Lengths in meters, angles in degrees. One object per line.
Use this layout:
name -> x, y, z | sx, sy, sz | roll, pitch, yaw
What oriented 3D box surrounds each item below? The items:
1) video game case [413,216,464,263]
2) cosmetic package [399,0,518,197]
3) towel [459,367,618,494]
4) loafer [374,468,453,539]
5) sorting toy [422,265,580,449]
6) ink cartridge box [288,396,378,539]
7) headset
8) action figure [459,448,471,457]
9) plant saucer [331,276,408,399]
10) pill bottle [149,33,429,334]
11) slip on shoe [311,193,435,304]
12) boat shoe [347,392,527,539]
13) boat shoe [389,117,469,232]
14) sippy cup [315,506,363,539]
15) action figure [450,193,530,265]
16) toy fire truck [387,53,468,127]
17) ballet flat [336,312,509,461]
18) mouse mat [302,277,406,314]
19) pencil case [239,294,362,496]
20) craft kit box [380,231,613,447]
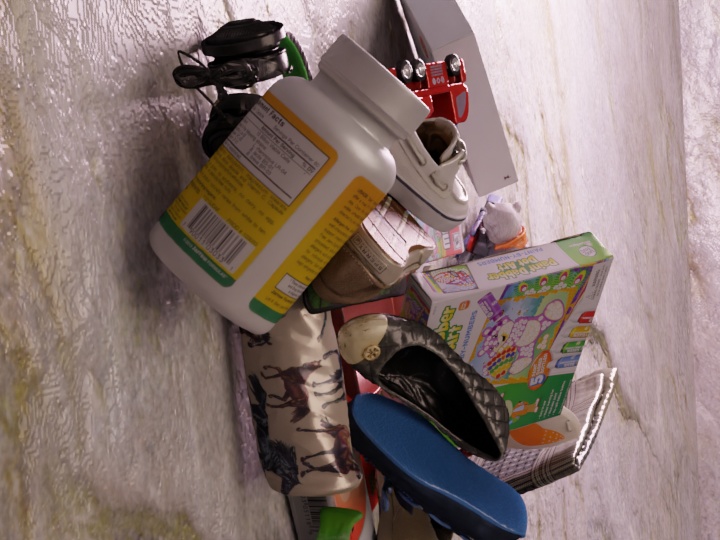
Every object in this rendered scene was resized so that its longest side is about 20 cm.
video game case -> 0.054, -0.079, 1.592 | 0.200, 0.017, 0.144 | -15, 97, -68
cosmetic package -> 0.097, -0.198, 1.694 | 0.151, 0.051, 0.201 | -115, -178, -48
towel -> 0.174, 0.182, 1.764 | 0.035, 0.192, 0.200 | 55, 32, -12
loafer -> 0.051, 0.222, 1.509 | 0.201, 0.068, 0.076 | -90, 169, -49
sorting toy -> 0.113, 0.079, 1.658 | 0.201, 0.106, 0.180 | 59, 2, 36
ink cartridge box -> -0.003, 0.189, 1.479 | 0.200, 0.050, 0.163 | -52, 136, -55
headset -> -0.075, -0.134, 1.250 | 0.200, 0.093, 0.125 | 7, 82, -64
action figure -> 0.081, 0.173, 1.643 | 0.065, 0.098, 0.202 | -49, 136, -60
plant saucer -> 0.000, 0.000, 1.504 | 0.200, 0.036, 0.202 | -39, 120, -65
pill bottle -> -0.046, -0.064, 1.162 | 0.200, 0.113, 0.113 | -50, 156, 4
slip on shoe -> 0.009, -0.015, 1.280 | 0.076, 0.061, 0.200 | 47, 14, -3
boat shoe -> 0.053, 0.186, 1.416 | 0.200, 0.069, 0.084 | 41, 37, -13
boat shoe -> 0.055, -0.092, 1.353 | 0.200, 0.070, 0.071 | 33, 27, -57
sippy cup -> -0.022, 0.286, 1.322 | 0.139, 0.178, 0.130 | 40, 17, -2
action figure -> 0.167, -0.004, 1.882 | 0.201, 0.104, 0.195 | -64, 156, -47
toy fire truck -> 0.041, -0.116, 1.483 | 0.200, 0.048, 0.142 | -18, 100, -57
ballet flat -> 0.059, 0.094, 1.380 | 0.200, 0.066, 0.057 | 34, 24, -32
mouse mat -> -0.007, -0.053, 1.322 | 0.200, 0.007, 0.162 | -10, 95, -66
pencil case -> -0.047, 0.082, 1.310 | 0.089, 0.078, 0.202 | -15, 100, -39
craft kit box -> 0.116, 0.070, 1.480 | 0.049, 0.196, 0.201 | 54, -35, 40
